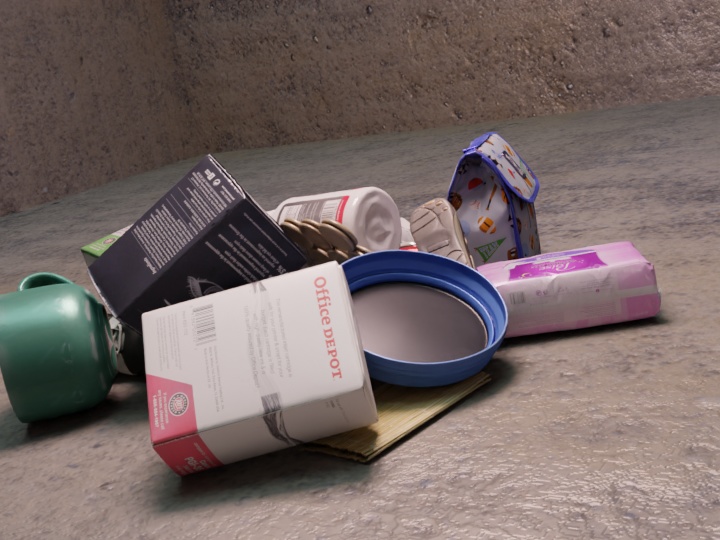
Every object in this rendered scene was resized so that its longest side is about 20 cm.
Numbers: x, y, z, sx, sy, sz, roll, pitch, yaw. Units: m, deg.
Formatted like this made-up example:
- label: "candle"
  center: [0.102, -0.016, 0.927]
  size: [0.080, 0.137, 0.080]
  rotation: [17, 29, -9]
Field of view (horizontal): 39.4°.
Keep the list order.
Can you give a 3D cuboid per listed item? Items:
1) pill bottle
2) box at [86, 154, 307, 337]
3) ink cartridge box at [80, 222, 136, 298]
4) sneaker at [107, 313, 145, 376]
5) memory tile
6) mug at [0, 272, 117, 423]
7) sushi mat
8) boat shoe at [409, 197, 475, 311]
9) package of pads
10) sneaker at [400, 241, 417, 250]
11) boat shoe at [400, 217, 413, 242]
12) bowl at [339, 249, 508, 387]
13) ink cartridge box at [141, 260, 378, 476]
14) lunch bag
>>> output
- label: "pill bottle"
  center: [-0.053, -0.049, 1.360]
  size: [0.200, 0.111, 0.111]
  rotation: [-4, 15, 39]
- label: "box"
  center: [-0.189, -0.006, 1.173]
  size: [0.200, 0.148, 0.104]
  rotation: [-42, 49, -1]
- label: "ink cartridge box"
  center: [-0.243, -0.025, 1.334]
  size: [0.200, 0.084, 0.146]
  rotation: [-30, 28, -30]
- label: "sneaker"
  center: [-0.333, 0.089, 1.283]
  size: [0.088, 0.074, 0.200]
  rotation: [15, -8, -42]
- label: "memory tile"
  center: [0.000, 0.000, 1.237]
  size: [0.017, 0.200, 0.153]
  rotation: [-55, 26, -16]
- label: "mug"
  center: [-0.352, 0.077, 1.177]
  size: [0.114, 0.185, 0.152]
  rotation: [-11, -10, -9]
- label: "sushi mat"
  center: [0.035, 0.136, 0.993]
  size: [0.096, 0.012, 0.200]
  rotation: [3, 19, 43]
- label: "boat shoe"
  center: [0.110, 0.007, 1.197]
  size: [0.074, 0.200, 0.073]
  rotation: [-19, -35, 24]
- label: "package of pads"
  center: [0.237, 0.022, 1.168]
  size: [0.200, 0.076, 0.121]
  rotation: [-9, 11, 6]
- label: "sneaker"
  center: [0.016, 0.022, 1.373]
  size: [0.200, 0.077, 0.085]
  rotation: [-19, 17, 12]
- label: "boat shoe"
  center: [0.067, -0.035, 1.566]
  size: [0.069, 0.072, 0.200]
  rotation: [-34, 23, -4]
- label: "bowl"
  center: [0.055, 0.049, 1.066]
  size: [0.201, 0.039, 0.201]
  rotation: [4, 35, -3]
- label: "ink cartridge box"
  center: [-0.095, 0.093, 0.947]
  size: [0.200, 0.083, 0.147]
  rotation: [-15, 55, 3]
- label: "lunch bag"
  center: [0.181, -0.080, 1.365]
  size: [0.124, 0.200, 0.170]
  rotation: [-7, 13, 17]
